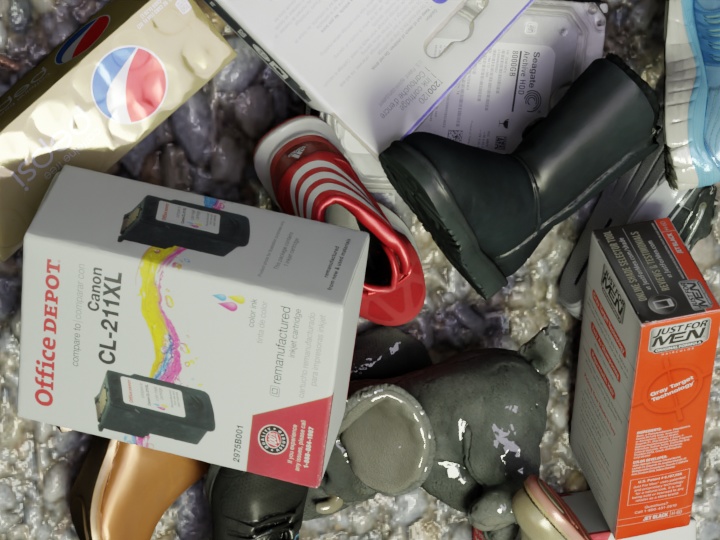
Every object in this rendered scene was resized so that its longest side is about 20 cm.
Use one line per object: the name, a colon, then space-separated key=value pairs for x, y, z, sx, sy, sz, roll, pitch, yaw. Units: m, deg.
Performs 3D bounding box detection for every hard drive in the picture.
hard drive: x=0.062 y=-0.119 z=1.594 sx=0.198 sy=0.038 sz=0.141 roll=2 pitch=106 yaw=-20

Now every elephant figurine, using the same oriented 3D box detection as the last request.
elephant figurine: x=0.020 y=0.109 z=1.607 sx=0.198 sy=0.142 sz=0.156 roll=11 pitch=73 yaw=-6

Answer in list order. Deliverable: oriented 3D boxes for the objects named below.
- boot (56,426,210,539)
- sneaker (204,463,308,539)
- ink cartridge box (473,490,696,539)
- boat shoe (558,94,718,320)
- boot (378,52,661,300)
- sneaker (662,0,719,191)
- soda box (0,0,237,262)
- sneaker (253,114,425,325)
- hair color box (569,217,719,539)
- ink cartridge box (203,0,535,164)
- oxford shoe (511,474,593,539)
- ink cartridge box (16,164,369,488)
boot: x=-0.119 y=0.127 z=1.587 sx=0.154 sy=0.074 sz=0.202 roll=-16 pitch=111 yaw=-15
sneaker: x=-0.063 y=0.186 z=1.561 sx=0.073 sy=0.082 sz=0.201 roll=-8 pitch=131 yaw=-24
ink cartridge box: x=0.159 y=0.268 z=1.717 sx=0.143 sy=0.084 sz=0.202 roll=-6 pitch=107 yaw=-18
boat shoe: x=0.213 y=-0.048 z=1.657 sx=0.071 sy=0.072 sz=0.201 roll=22 pitch=109 yaw=-31
boot: x=0.107 y=-0.080 z=1.524 sx=0.168 sy=0.076 sz=0.200 roll=-44 pitch=153 yaw=-2
sneaker: x=0.246 y=-0.142 z=1.582 sx=0.089 sy=0.079 sz=0.202 roll=0 pitch=65 yaw=9
soda box: x=-0.178 y=-0.100 z=1.503 sx=0.200 sy=0.064 sz=0.068 roll=-42 pitch=114 yaw=-4
sneaker: x=0.000 y=0.000 z=1.538 sx=0.078 sy=0.116 sz=0.200 roll=-34 pitch=136 yaw=7
hair color box: x=0.191 y=0.075 z=1.624 sx=0.061 sy=0.102 sz=0.201 roll=-10 pitch=132 yaw=-12
ink cartridge box: x=0.007 y=-0.205 z=1.514 sx=0.200 sy=0.043 sz=0.198 roll=45 pitch=85 yaw=-6
oxford shoe: x=0.128 y=0.211 z=1.578 sx=0.073 sy=0.071 sz=0.201 roll=-30 pitch=135 yaw=-3
ink cartridge box: x=-0.105 y=0.035 z=1.460 sx=0.198 sy=0.083 sz=0.147 roll=12 pitch=126 yaw=6
